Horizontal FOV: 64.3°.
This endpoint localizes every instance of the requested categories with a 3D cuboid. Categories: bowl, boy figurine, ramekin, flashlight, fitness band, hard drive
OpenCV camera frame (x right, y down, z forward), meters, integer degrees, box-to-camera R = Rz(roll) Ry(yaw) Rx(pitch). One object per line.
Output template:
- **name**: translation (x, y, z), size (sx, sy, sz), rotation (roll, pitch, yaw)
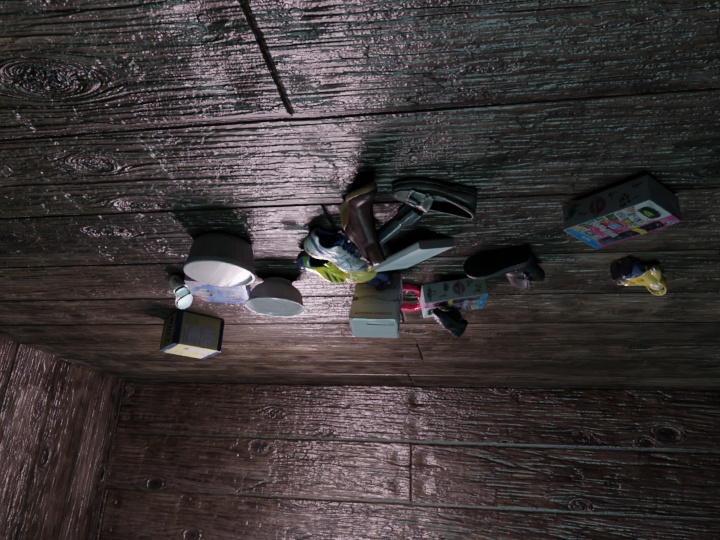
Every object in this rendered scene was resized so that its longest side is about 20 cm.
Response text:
- **bowl**: translation (-0.276, 0.081, 1.886), size (0.197, 0.092, 0.202), rotation (3, 159, 1)
- **boy figurine**: translation (0.000, 0.000, 1.657), size (0.198, 0.065, 0.124), rotation (24, 137, -38)
- **ramekin**: translation (-0.391, -0.031, 1.616), size (0.198, 0.096, 0.203), rotation (3, 158, 1)
- **boy figurine**: translation (0.795, 0.020, 1.628), size (0.197, 0.066, 0.124), rotation (19, 151, -28)
- **flashlight**: translation (0.069, -0.100, 1.372), size (0.067, 0.069, 0.199), rotation (12, 140, -44)
- **fitness band**: translation (0.147, 0.091, 1.936), size (0.141, 0.038, 0.200), rotation (1, 158, 12)
- **hard drive**: translation (0.143, -0.041, 1.557), size (0.130, 0.027, 0.199), rotation (-7, 168, -37)

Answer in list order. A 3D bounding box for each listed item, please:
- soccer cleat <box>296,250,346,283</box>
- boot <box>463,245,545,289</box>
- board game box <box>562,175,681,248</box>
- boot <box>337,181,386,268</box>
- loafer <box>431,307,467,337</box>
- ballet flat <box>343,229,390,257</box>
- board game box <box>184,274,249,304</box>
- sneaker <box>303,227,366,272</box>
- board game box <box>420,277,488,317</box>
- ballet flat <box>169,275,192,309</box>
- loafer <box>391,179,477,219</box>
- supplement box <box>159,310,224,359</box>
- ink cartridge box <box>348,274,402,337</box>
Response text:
- **soccer cleat**: translation (-0.093, -0.010, 1.665), size (0.198, 0.066, 0.083), rotation (21, 155, -35)
- **boot**: translation (0.409, 0.006, 1.621), size (0.197, 0.078, 0.168), rotation (-15, 149, 24)
- **board game box**: translation (0.575, -0.125, 1.270), size (0.146, 0.065, 0.199), rotation (19, 155, -34)
- **boot**: translation (0.022, -0.099, 1.288), size (0.072, 0.168, 0.200), rotation (-27, 179, -21)
- **loafer**: translation (0.286, 0.153, 1.821), size (0.068, 0.071, 0.200), rotation (44, -175, 38)
- **ballet flat**: translation (0.016, -0.069, 1.513), size (0.066, 0.058, 0.199), rotation (-11, 155, 33)
- **board game box**: translation (-0.474, 0.060, 1.925), size (0.196, 0.044, 0.200), rotation (5, 157, -4)
- **sneaker**: translation (-0.051, -0.054, 1.524), size (0.197, 0.077, 0.088), rotation (15, 153, -17)
- **board game box**: translation (0.292, 0.085, 1.812), size (0.196, 0.065, 0.148), rotation (-10, 158, 0)
- **ballet flat**: translation (-0.611, 0.068, 1.946), size (0.068, 0.071, 0.200), rotation (6, 157, -8)
- **loafer**: translation (0.165, -0.156, 1.265), size (0.196, 0.064, 0.072), rotation (5, 159, -6)
- **supplement box**: translation (-0.694, 0.269, 2.358), size (0.197, 0.137, 0.199), rotation (17, 155, -31)
- **ink cartridge box**: translation (0.051, 0.107, 1.741), size (0.142, 0.202, 0.084), rotation (0, 130, 10)
